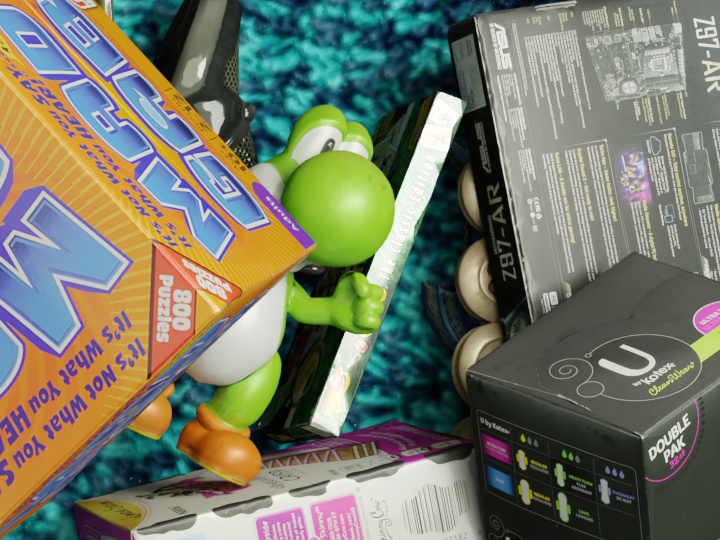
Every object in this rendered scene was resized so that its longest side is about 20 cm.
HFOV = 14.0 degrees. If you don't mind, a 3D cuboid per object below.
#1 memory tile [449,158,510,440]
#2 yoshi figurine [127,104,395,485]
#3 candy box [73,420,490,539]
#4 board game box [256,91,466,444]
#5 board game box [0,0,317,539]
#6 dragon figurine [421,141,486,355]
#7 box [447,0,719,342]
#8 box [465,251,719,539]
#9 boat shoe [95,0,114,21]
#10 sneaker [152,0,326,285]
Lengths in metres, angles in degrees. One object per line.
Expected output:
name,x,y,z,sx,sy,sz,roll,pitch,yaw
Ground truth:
memory tile,0.123,0.033,1.663,0.153,0.017,0.201,5,83,-21
yoshi figurine,-0.047,0.009,1.538,0.112,0.112,0.201,28,88,23
candy box,-0.043,0.136,1.596,0.199,0.136,0.061,-14,97,-18
board game box,0.000,0.000,1.644,0.023,0.105,0.201,25,77,-17
board game box,-0.176,-0.005,1.412,0.200,0.200,0.200,-43,88,15
dragon figurine,0.075,0.017,1.686,0.099,0.059,0.200,-39,99,-20
box,0.144,-0.053,1.647,0.159,0.044,0.201,-11,88,-22
box,0.155,0.120,1.554,0.148,0.124,0.201,-32,126,-37
boat shoe,-0.159,-0.116,1.616,0.065,0.073,0.201,-12,87,24
sneaker,-0.072,-0.056,1.645,0.114,0.076,0.201,10,84,-18
